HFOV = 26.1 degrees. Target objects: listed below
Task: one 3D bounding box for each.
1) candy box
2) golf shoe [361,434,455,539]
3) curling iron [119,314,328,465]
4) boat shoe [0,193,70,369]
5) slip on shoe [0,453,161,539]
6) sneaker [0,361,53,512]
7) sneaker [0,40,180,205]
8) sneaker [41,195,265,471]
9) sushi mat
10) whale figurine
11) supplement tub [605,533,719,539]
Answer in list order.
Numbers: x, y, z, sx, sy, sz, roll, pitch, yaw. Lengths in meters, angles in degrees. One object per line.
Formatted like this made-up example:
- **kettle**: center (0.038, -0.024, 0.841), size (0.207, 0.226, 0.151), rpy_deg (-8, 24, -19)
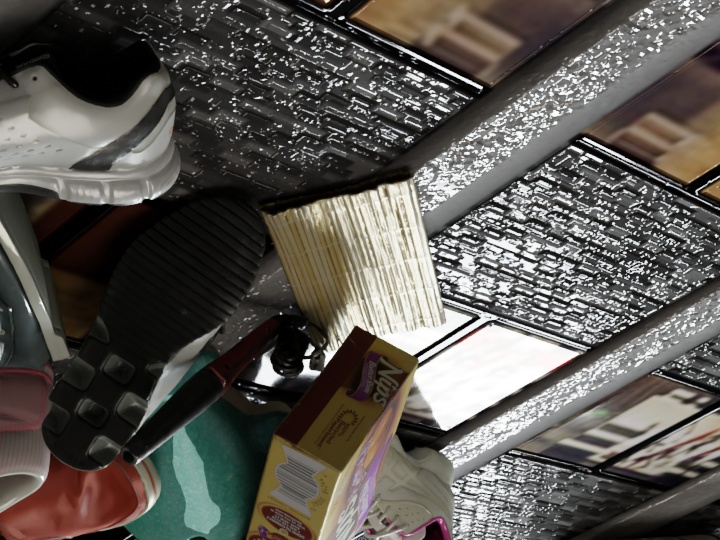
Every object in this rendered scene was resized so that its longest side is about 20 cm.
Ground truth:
- **candy box**: center (-0.027, 0.147, 1.085), size (0.056, 0.117, 0.200), rpy_deg (27, 137, 12)
- **golf shoe**: center (0.014, 0.178, 1.245), size (0.075, 0.092, 0.200), rpy_deg (-31, 144, 31)
- **curling iron**: center (-0.082, 0.070, 0.965), size (0.200, 0.049, 0.026), rpy_deg (-30, 136, -53)
- **boat shoe**: center (-0.209, 0.005, 0.875), size (0.062, 0.073, 0.200), rpy_deg (-14, 156, -7)
- **slip on shoe**: center (-0.222, 0.161, 1.067), size (0.200, 0.061, 0.074), rpy_deg (-14, 110, 27)
- **sneaker**: center (-0.295, 0.117, 1.000), size (0.200, 0.105, 0.075), rpy_deg (-7, 152, -8)
- **sneaker**: center (-0.185, -0.077, 0.760), size (0.200, 0.074, 0.080), rpy_deg (-7, 136, -20)
- **sneaker**: center (-0.122, 0.027, 0.958), size (0.200, 0.074, 0.089), rpy_deg (-50, -178, 20)
- **sushi mat**: center (0.000, 0.000, 1.009), size (0.095, 0.012, 0.200), rpy_deg (-15, 150, 2)
- **whale figurine**: center (-0.122, 0.128, 1.086), size (0.159, 0.104, 0.200), rpy_deg (-7, 145, -2)
- **supplement tub**: center (0.299, 0.347, 1.595), size (0.200, 0.145, 0.145), rpy_deg (1, 148, -23)
